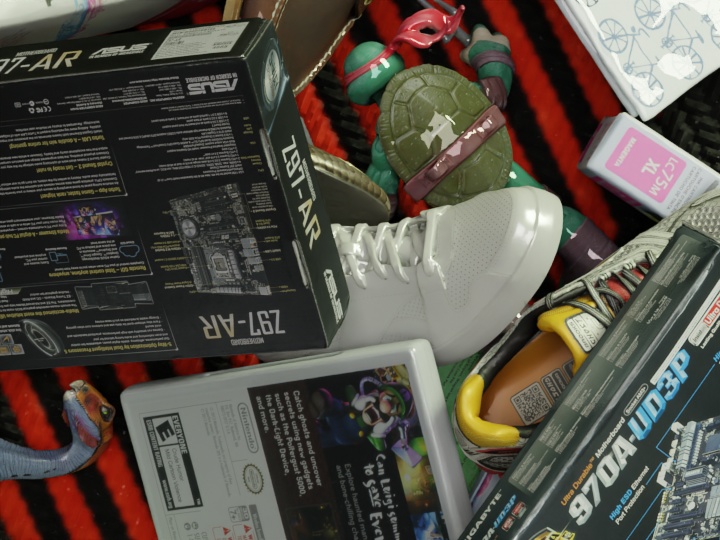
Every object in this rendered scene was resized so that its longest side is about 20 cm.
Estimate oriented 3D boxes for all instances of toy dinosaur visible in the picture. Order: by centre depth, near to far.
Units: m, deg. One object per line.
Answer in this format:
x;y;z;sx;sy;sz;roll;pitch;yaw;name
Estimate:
-0.228;0.082;1.531;0.181;0.200;0.106;0;107;-40;toy dinosaur

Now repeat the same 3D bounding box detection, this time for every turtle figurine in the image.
0.040;-0.057;1.539;0.150;0.101;0.200;-39;93;-4;turtle figurine

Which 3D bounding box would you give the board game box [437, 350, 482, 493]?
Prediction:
0.042;0.143;1.560;0.105;0.023;0.201;31;86;1;board game box

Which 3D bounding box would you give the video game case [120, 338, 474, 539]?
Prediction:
-0.021;0.143;1.495;0.181;0.023;0.201;-10;99;31;video game case

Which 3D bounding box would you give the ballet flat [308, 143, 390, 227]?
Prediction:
-0.078;-0.065;1.493;0.199;0.067;0.047;17;51;-6;ballet flat

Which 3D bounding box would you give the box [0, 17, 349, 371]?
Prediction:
-0.119;-0.033;1.417;0.199;0.044;0.161;-5;119;21;box

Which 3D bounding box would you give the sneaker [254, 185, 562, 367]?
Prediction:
0.000;0.000;1.462;0.115;0.200;0.074;28;48;-29;sneaker

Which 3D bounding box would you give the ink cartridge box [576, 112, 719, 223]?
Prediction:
0.206;-0.014;1.525;0.199;0.119;0.042;31;93;1;ink cartridge box

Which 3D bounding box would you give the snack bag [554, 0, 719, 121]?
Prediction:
0.164;-0.198;1.544;0.200;0.021;0.189;-32;89;-31;snack bag

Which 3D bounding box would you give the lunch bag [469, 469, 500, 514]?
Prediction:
0.159;0.129;1.507;0.199;0.127;0.170;30;86;-5;lunch bag

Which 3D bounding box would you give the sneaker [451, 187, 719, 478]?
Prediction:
0.129;0.031;1.429;0.200;0.082;0.078;-41;73;5;sneaker

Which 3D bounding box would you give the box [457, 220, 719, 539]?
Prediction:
0.160;0.103;1.401;0.159;0.046;0.200;36;88;-26;box

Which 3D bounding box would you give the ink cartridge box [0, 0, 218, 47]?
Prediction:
-0.165;-0.193;1.498;0.199;0.085;0.148;-18;89;-40;ink cartridge box

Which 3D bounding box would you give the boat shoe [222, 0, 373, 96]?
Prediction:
-0.010;-0.172;1.522;0.070;0.070;0.201;9;64;27;boat shoe
